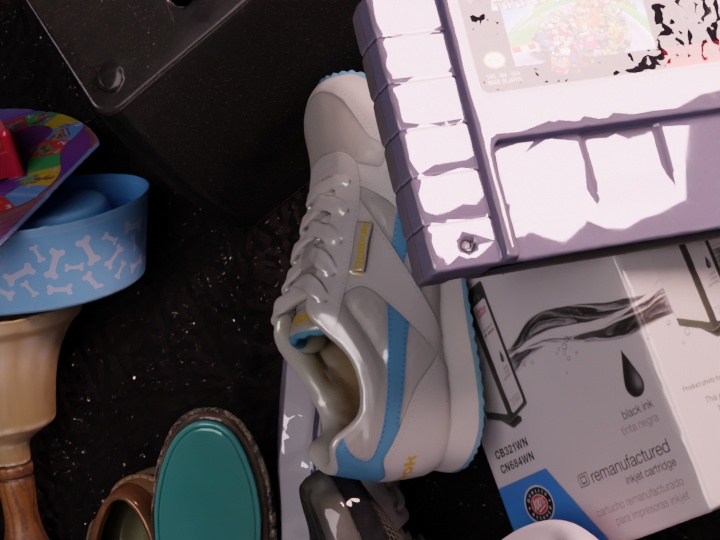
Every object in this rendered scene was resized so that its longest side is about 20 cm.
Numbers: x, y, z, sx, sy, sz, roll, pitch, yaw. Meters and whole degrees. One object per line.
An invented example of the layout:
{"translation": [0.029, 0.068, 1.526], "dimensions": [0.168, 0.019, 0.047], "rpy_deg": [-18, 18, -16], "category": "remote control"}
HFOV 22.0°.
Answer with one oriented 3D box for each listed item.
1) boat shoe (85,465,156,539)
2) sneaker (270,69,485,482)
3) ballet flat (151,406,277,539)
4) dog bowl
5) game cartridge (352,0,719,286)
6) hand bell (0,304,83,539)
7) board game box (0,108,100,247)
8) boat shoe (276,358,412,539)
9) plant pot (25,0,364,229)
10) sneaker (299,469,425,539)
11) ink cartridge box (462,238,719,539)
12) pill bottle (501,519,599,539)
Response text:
{"translation": [-0.122, 0.208, 1.001], "dimensions": [0.075, 0.074, 0.201], "rpy_deg": [-3, 88, 21], "category": "boat shoe"}
{"translation": [0.000, 0.000, 0.881], "dimensions": [0.076, 0.080, 0.201], "rpy_deg": [-33, 66, 57], "category": "sneaker"}
{"translation": [-0.070, 0.162, 0.973], "dimensions": [0.067, 0.075, 0.201], "rpy_deg": [-1, 101, 15], "category": "ballet flat"}
{"translation": [-0.208, -0.010, 1.016], "dimensions": [0.199, 0.112, 0.050], "rpy_deg": [-6, 106, 11], "category": "dog bowl"}
{"translation": [0.104, -0.071, 0.799], "dimensions": [0.199, 0.038, 0.130], "rpy_deg": [-9, 81, -18], "category": "game cartridge"}
{"translation": [-0.193, 0.118, 1.038], "dimensions": [0.104, 0.104, 0.201], "rpy_deg": [-3, 101, 21], "category": "hand bell"}
{"translation": [-0.237, -0.056, 0.989], "dimensions": [0.157, 0.200, 0.039], "rpy_deg": [2, 123, 24], "category": "board game box"}
{"translation": [-0.008, 0.131, 0.971], "dimensions": [0.069, 0.071, 0.201], "rpy_deg": [-2, 85, -5], "category": "boat shoe"}
{"translation": [-0.074, -0.161, 0.937], "dimensions": [0.199, 0.177, 0.200], "rpy_deg": [-37, 76, 16], "category": "plant pot"}
{"translation": [0.051, 0.163, 0.913], "dimensions": [0.114, 0.076, 0.200], "rpy_deg": [-33, 104, -6], "category": "sneaker"}
{"translation": [0.111, 0.025, 0.875], "dimensions": [0.146, 0.084, 0.201], "rpy_deg": [-36, 72, 55], "category": "ink cartridge box"}
{"translation": [0.131, 0.213, 0.842], "dimensions": [0.200, 0.113, 0.113], "rpy_deg": [40, 105, -19], "category": "pill bottle"}
